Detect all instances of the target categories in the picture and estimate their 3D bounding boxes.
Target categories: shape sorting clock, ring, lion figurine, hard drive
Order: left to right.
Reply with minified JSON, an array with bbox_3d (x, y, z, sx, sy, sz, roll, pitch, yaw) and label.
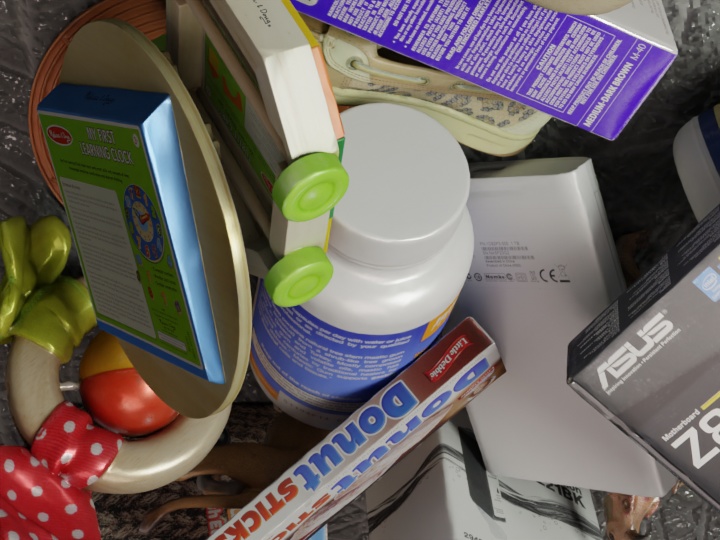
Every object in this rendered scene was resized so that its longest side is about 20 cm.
[{"bbox_3d":[-0.104,-0.024,0.690,0.039,0.200,0.201,-22,136,-27],"label":"shape sorting clock"},{"bbox_3d":[-0.090,-0.074,0.800,0.199,0.019,0.201,-1,129,-1],"label":"ring"},{"bbox_3d":[-0.037,0.103,0.863,0.122,0.200,0.073,9,134,36],"label":"lion figurine"},{"bbox_3d":[0.101,0.034,0.810,0.131,0.026,0.201,1,118,45],"label":"hard drive"}]

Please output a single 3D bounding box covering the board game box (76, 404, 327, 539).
[{"bbox_3d":[-0.121,0.178,0.918,0.198,0.160,0.097,-1,130,-3],"label":"board game box"}]

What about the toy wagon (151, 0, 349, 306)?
[{"bbox_3d":[-0.058,-0.058,0.661,0.039,0.156,0.200,-22,152,-20],"label":"toy wagon"}]

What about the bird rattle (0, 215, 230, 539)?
[{"bbox_3d":[-0.151,0.067,0.793,0.162,0.201,0.113,-5,151,-18],"label":"bird rattle"}]

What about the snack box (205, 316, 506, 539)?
[{"bbox_3d":[-0.003,0.105,0.786,0.200,0.024,0.072,-40,159,-2],"label":"snack box"}]

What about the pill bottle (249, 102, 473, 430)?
[{"bbox_3d":[0.000,0.000,0.768,0.111,0.113,0.200,6,150,-7],"label":"pill bottle"}]

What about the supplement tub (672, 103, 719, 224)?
[{"bbox_3d":[0.285,-0.059,0.746,0.199,0.145,0.144,-29,125,20],"label":"supplement tub"}]

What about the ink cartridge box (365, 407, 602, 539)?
[{"bbox_3d":[0.083,0.180,0.904,0.144,0.201,0.084,30,120,-25],"label":"ink cartridge box"}]

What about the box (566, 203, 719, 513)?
[{"bbox_3d":[0.227,0.032,0.692,0.161,0.049,0.200,40,114,-9],"label":"box"}]

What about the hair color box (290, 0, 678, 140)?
[{"bbox_3d":[0.048,-0.149,0.683,0.199,0.110,0.065,21,128,-18],"label":"hair color box"}]

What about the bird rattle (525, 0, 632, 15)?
[{"bbox_3d":[0.087,-0.176,0.640,0.199,0.164,0.113,34,140,-17],"label":"bird rattle"}]

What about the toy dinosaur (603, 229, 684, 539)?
[{"bbox_3d":[0.164,0.065,0.850,0.085,0.136,0.201,-16,128,11],"label":"toy dinosaur"}]

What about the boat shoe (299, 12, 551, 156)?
[{"bbox_3d":[0.021,-0.122,0.726,0.199,0.074,0.063,15,143,-27],"label":"boat shoe"}]
